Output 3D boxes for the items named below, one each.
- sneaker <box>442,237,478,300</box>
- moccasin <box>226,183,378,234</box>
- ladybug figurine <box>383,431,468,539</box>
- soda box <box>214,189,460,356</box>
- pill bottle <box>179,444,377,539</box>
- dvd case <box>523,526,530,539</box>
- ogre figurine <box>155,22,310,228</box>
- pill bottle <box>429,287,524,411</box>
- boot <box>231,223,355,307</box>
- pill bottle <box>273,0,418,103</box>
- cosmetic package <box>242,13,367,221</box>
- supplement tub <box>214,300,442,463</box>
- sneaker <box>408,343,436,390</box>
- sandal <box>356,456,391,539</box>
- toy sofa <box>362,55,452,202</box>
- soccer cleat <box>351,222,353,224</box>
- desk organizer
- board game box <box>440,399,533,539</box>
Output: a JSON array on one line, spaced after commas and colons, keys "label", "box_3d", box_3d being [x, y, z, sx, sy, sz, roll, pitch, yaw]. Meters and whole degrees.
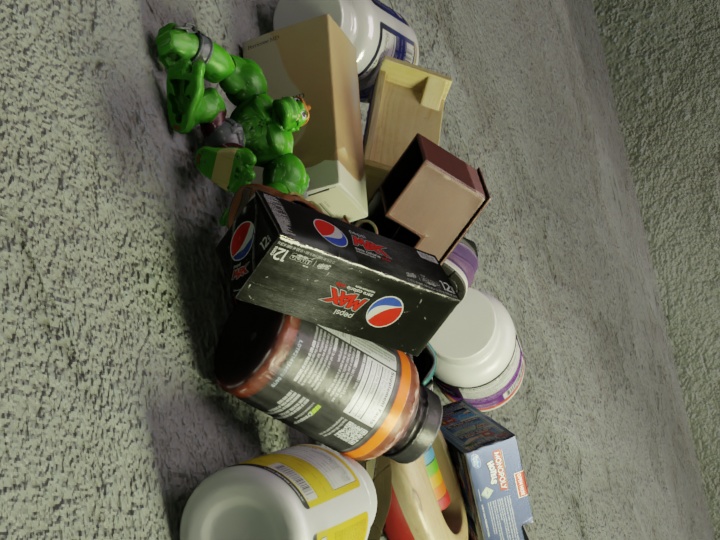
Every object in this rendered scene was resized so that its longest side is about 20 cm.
[{"label": "sneaker", "box_3d": [0.042, -0.050, 1.675, 0.200, 0.076, 0.088, 41, 42, -7]}, {"label": "moccasin", "box_3d": [-0.031, -0.017, 1.346, 0.201, 0.077, 0.074, 46, 58, -48]}, {"label": "ladybug figurine", "box_3d": [0.051, 0.216, 1.590, 0.136, 0.071, 0.202, -43, 116, -69]}, {"label": "soda box", "box_3d": [-0.017, 0.005, 1.276, 0.198, 0.071, 0.064, 20, 29, -37]}, {"label": "pill bottle", "box_3d": [-0.057, 0.202, 1.259, 0.200, 0.111, 0.114, -2, 77, -69]}, {"label": "dvd case", "box_3d": [0.174, 0.341, 1.896, 0.151, 0.024, 0.202, -71, 140, -57]}, {"label": "ogre figurine", "box_3d": [-0.109, -0.126, 1.396, 0.200, 0.098, 0.119, 49, 29, 17]}, {"label": "pill bottle", "box_3d": [0.125, 0.086, 1.770, 0.200, 0.110, 0.113, 59, 21, -69]}, {"label": "boot", "box_3d": [-0.056, 0.058, 1.441, 0.153, 0.073, 0.207, 0, 92, -54]}, {"label": "pill bottle", "box_3d": [-0.018, -0.252, 1.695, 0.200, 0.110, 0.113, 12, 64, -68]}, {"label": "cosmetic package", "box_3d": [-0.056, -0.141, 1.527, 0.071, 0.104, 0.202, 46, 33, -54]}, {"label": "supplement tub", "box_3d": [-0.023, 0.096, 1.347, 0.199, 0.107, 0.108, 32, 41, -30]}, {"label": "sneaker", "box_3d": [0.052, 0.112, 1.654, 0.200, 0.079, 0.072, 25, 53, -68]}, {"label": "sandal", "box_3d": [-0.013, 0.237, 1.427, 0.081, 0.054, 0.203, 19, 72, -61]}, {"label": "toy sofa", "box_3d": [0.038, -0.123, 1.624, 0.201, 0.082, 0.098, -81, -171, -47]}, {"label": "soccer cleat", "box_3d": [0.000, 0.000, 1.620, 0.199, 0.085, 0.069, 38, 70, -21]}, {"label": "desk organizer", "box_3d": [0.035, -0.026, 1.513, 0.076, 0.201, 0.072, 29, 22, -18]}, {"label": "board game box", "box_3d": [0.128, 0.234, 1.702, 0.200, 0.061, 0.202, -127, -158, -66]}]
